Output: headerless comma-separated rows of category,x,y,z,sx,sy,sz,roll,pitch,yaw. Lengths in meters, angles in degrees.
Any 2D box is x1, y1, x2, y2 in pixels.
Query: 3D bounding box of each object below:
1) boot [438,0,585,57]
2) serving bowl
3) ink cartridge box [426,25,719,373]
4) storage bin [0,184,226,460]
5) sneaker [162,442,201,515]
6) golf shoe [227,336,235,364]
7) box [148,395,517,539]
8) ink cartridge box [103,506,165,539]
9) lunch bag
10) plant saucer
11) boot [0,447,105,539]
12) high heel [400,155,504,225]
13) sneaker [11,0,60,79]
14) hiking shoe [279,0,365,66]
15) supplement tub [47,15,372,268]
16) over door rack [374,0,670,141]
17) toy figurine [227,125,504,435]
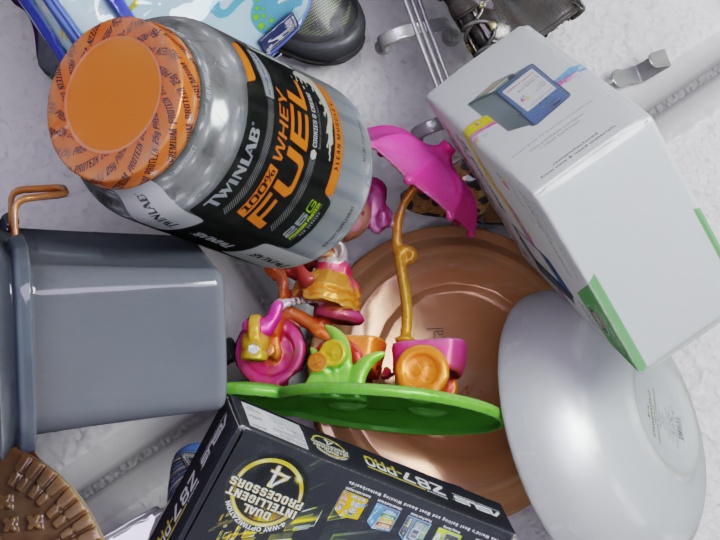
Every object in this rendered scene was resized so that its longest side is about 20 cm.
boot,0.052,-0.199,1.649,0.200,0.069,0.175,-31,90,-42
serving bowl,0.168,0.100,1.644,0.065,0.200,0.202,-21,83,29
ink cartridge box,0.135,-0.047,1.573,0.087,0.200,0.146,-34,118,-2
storage bin,-0.154,0.022,1.530,0.133,0.200,0.147,-3,99,-10
sneaker,-0.032,0.147,1.626,0.199,0.077,0.086,14,44,-26
golf shoe,-0.178,0.034,1.661,0.198,0.078,0.095,-1,81,-10
box,-0.028,0.183,1.558,0.199,0.049,0.162,24,107,-23
ink cartridge box,-0.136,0.270,1.625,0.145,0.084,0.201,-29,85,-12
lunch bag,-0.138,-0.195,1.610,0.160,0.082,0.201,-37,109,-15
plant saucer,0.063,0.069,1.715,0.198,0.032,0.202,1,80,-9
boot,-0.206,0.144,1.587,0.075,0.107,0.200,-48,64,3
high heel,0.133,-0.018,1.707,0.198,0.071,0.144,-10,70,-19
sneaker,-0.164,-0.125,1.703,0.074,0.087,0.201,-38,110,-37
hiking shoe,-0.067,-0.221,1.704,0.076,0.101,0.200,-39,89,-12
supplement tub,-0.089,-0.077,1.525,0.122,0.200,0.124,-7,76,30
over door rack,0.095,-0.173,1.746,0.199,0.067,0.149,-17,84,-24
toy figurine,0.000,0.000,1.634,0.198,0.150,0.186,3,78,9
